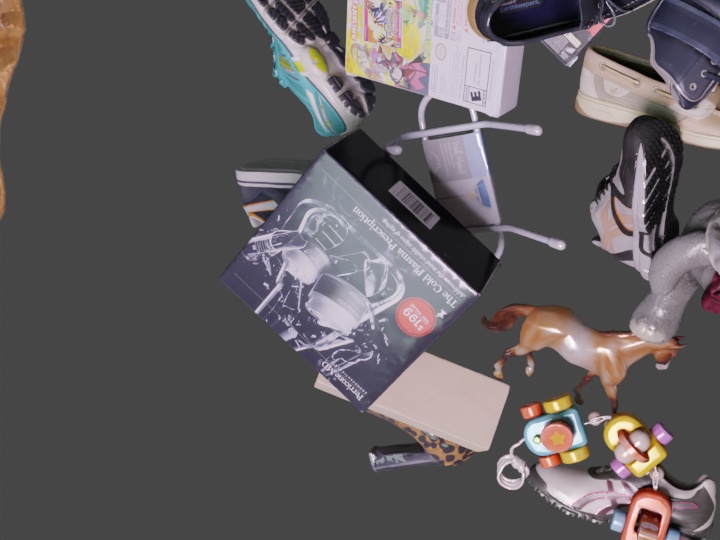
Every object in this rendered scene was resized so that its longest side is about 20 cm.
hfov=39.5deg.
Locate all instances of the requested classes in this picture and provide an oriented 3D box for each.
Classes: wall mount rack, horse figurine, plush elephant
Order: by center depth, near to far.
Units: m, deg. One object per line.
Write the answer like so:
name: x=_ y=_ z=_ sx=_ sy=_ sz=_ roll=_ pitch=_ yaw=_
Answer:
plush elephant: x=0.341 y=0.005 z=0.860 sx=0.164 sy=0.155 sz=0.201 roll=5 pitch=115 yaw=0
wall mount rack: x=0.119 y=-0.084 z=1.007 sx=0.173 sy=0.075 sz=0.201 roll=-5 pitch=113 yaw=28
horse figurine: x=0.220 y=0.085 z=1.053 sx=0.199 sy=0.050 sz=0.133 roll=26 pitch=131 yaw=11

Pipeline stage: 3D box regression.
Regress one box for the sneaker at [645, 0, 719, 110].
sneaker: x=0.330 y=-0.178 z=0.810 sx=0.202 sy=0.077 sz=0.147 roll=31 pitch=101 yaw=9

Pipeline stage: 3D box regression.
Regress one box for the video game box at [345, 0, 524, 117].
video game box: x=0.071 y=-0.263 z=0.940 sx=0.182 sy=0.047 sz=0.201 roll=21 pitch=125 yaw=28

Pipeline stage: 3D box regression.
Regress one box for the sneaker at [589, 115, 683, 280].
sneaker: x=0.242 y=-0.066 z=0.912 sx=0.080 sy=0.074 sz=0.200 roll=28 pitch=155 yaw=29

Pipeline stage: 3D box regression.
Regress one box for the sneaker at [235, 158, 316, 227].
sneaker: x=-0.048 y=-0.079 z=1.100 sx=0.199 sy=0.078 sz=0.080 roll=7 pitch=113 yaw=38

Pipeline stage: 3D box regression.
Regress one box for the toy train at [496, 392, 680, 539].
toy train: x=0.242 y=0.213 z=1.033 sx=0.199 sy=0.056 sz=0.151 roll=21 pitch=101 yaw=13

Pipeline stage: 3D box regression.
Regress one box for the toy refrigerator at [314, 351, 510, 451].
toy refrigerator: x=0.055 y=0.128 z=1.109 sx=0.199 sy=0.076 sz=0.070 roll=21 pitch=167 yaw=0

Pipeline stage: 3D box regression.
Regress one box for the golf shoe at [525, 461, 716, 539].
golf shoe: x=0.284 y=0.234 z=1.090 sx=0.199 sy=0.077 sz=0.088 roll=16 pitch=105 yaw=14

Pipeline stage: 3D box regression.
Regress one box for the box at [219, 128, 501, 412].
box: x=0.000 y=0.000 z=0.991 sx=0.200 sy=0.104 sz=0.182 roll=43 pitch=117 yaw=1

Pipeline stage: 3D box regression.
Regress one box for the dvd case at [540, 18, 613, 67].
dvd case: x=0.200 y=-0.301 z=0.886 sx=0.146 sy=0.022 sz=0.200 roll=44 pitch=128 yaw=2

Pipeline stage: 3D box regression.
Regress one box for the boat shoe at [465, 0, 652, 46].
boat shoe: x=0.188 y=-0.236 z=0.843 sx=0.199 sy=0.062 sz=0.075 roll=-16 pitch=119 yaw=6

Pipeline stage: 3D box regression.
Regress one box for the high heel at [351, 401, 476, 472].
high heel: x=0.059 y=0.138 z=1.166 sx=0.142 sy=0.071 sz=0.201 roll=-12 pitch=106 yaw=20

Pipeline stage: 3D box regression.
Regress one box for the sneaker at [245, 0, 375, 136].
sneaker: x=-0.069 y=-0.226 z=1.041 sx=0.080 sy=0.077 sz=0.200 roll=-26 pitch=100 yaw=44

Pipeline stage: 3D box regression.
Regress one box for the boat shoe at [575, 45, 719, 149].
boat shoe: x=0.289 y=-0.154 z=0.883 sx=0.199 sy=0.072 sz=0.065 roll=18 pitch=122 yaw=25
